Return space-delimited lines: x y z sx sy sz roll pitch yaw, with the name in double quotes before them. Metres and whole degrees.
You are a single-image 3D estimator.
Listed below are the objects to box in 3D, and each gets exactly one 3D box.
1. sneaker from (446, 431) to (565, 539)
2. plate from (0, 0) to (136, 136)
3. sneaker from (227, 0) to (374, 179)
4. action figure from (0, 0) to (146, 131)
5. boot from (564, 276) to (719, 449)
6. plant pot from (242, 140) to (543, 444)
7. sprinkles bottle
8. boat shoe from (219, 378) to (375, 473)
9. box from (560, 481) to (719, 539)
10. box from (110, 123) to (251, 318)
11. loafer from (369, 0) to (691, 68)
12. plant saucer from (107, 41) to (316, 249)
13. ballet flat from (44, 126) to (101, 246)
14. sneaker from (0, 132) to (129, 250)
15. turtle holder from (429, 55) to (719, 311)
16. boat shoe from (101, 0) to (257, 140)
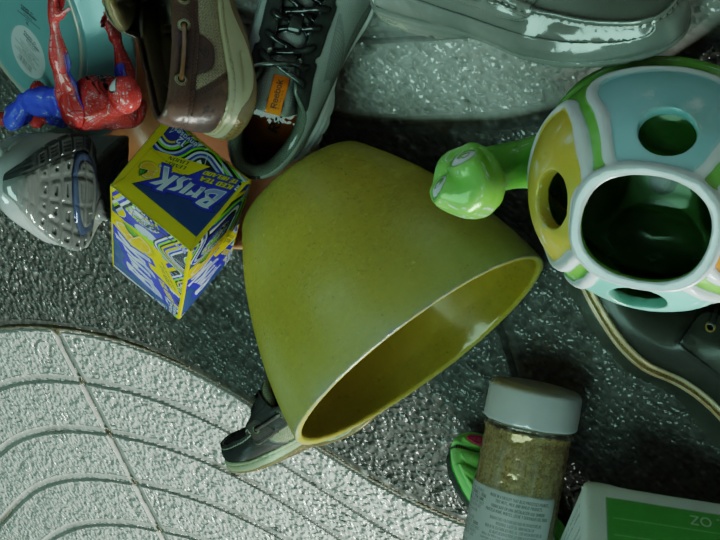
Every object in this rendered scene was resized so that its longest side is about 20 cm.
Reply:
"sneaker" 0.123 0.214 1.088 0.084 0.077 0.200 -24 109 42
"plate" -0.234 -0.186 0.996 0.200 0.026 0.201 27 133 33
"sneaker" -0.036 -0.143 0.861 0.074 0.079 0.201 19 120 3
"action figure" -0.195 -0.138 0.908 0.200 0.065 0.100 12 107 53
"boot" 0.238 0.026 0.848 0.200 0.078 0.138 38 135 -15
"plant pot" 0.000 0.000 0.922 0.142 0.200 0.200 53 142 16
"sprinkles bottle" 0.108 0.180 0.993 0.068 0.068 0.201 13 94 28
"boat shoe" -0.055 0.114 1.140 0.200 0.072 0.066 -26 98 46
"box" 0.227 0.280 0.951 0.198 0.172 0.201 9 136 -1
"box" -0.128 -0.030 0.953 0.070 0.064 0.200 39 164 2
"loafer" 0.088 -0.163 0.780 0.199 0.070 0.070 13 140 27
"plant saucer" -0.113 -0.107 1.005 0.199 0.037 0.201 20 135 21
"ballet flat" -0.223 -0.064 1.090 0.068 0.064 0.200 58 172 7
"sneaker" -0.209 -0.057 0.900 0.087 0.200 0.075 7 95 1
"turtle holder" 0.147 -0.052 0.757 0.185 0.132 0.141 34 117 5
"boat shoe" -0.124 -0.173 0.858 0.072 0.072 0.201 -39 59 48
